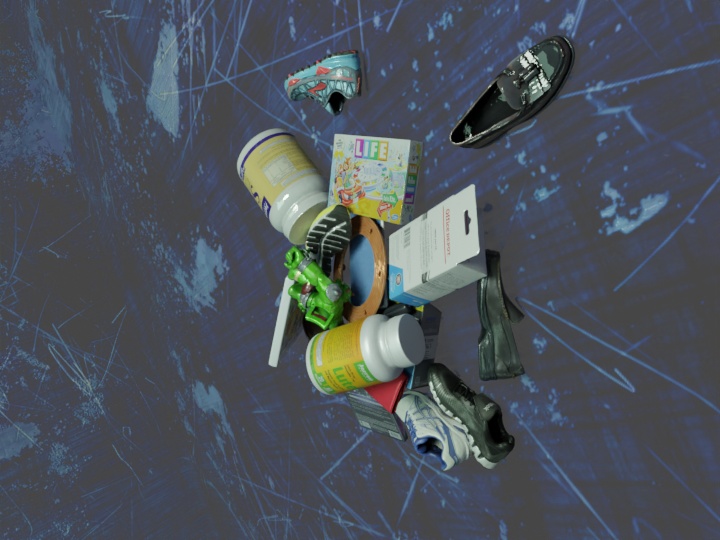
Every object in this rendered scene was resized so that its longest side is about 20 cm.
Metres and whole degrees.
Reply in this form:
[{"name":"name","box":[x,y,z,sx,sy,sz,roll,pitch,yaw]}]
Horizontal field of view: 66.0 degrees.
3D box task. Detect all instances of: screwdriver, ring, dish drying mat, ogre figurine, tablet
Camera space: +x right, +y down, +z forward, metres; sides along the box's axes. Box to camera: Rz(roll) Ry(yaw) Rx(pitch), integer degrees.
[{"name":"screwdriver","box":[0.020,0.099,1.009,0.198,0.029,0.028,-32,102,38]},{"name":"ring","box":[0.000,0.000,1.031,0.199,0.019,0.207,-11,78,61]},{"name":"dish drying mat","box":[0.012,0.178,1.036,0.199,0.018,0.079,35,113,45]},{"name":"ogre figurine","box":[-0.080,0.046,1.032,0.119,0.098,0.203,36,136,21]},{"name":"tablet","box":[0.013,-0.028,1.041,0.129,0.013,0.206,-14,75,60]}]

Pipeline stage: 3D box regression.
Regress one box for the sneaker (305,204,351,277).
[{"name":"sneaker","box":[-0.069,-0.070,1.063,0.201,0.076,0.092,124,156,-50]}]

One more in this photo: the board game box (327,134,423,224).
[{"name":"board game box","box":[0.020,-0.165,0.981,0.198,0.034,0.138,18,105,47]}]

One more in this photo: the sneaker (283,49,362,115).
[{"name":"sneaker","box":[-0.071,-0.327,1.012,0.198,0.078,0.098,-1,108,52]}]

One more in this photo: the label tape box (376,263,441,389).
[{"name":"label tape box","box":[0.076,0.094,1.023,0.143,0.062,0.206,17,102,47]}]

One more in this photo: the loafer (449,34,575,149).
[{"name":"loafer","box":[0.194,-0.224,0.734,0.073,0.062,0.200,62,143,9]}]

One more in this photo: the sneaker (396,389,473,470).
[{"name":"sneaker","box":[0.120,0.298,1.053,0.198,0.087,0.077,23,126,46]}]

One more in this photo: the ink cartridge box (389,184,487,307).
[{"name":"ink cartridge box","box":[0.129,-0.032,0.857,0.199,0.067,0.119,-30,51,49]}]

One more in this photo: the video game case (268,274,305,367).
[{"name":"video game case","box":[-0.140,0.077,1.191,0.022,0.182,0.205,16,112,6]}]

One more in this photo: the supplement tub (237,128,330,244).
[{"name":"supplement tub","box":[-0.145,-0.169,1.124,0.202,0.143,0.147,53,140,21]}]

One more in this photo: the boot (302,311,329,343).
[{"name":"boot","box":[-0.031,0.141,1.190,0.188,0.064,0.200,53,145,1]}]

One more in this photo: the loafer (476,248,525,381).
[{"name":"loafer","box":[0.216,0.068,0.855,0.070,0.073,0.206,-2,101,11]}]

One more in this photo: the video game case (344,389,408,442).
[{"name":"video game case","box":[0.014,0.269,1.181,0.141,0.019,0.204,4,124,47]}]

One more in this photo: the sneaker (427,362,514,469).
[{"name":"sneaker","box":[0.195,0.235,0.950,0.202,0.066,0.091,55,138,13]}]

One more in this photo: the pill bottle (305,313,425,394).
[{"name":"pill bottle","box":[0.009,0.141,0.954,0.197,0.110,0.114,-22,90,35]}]
